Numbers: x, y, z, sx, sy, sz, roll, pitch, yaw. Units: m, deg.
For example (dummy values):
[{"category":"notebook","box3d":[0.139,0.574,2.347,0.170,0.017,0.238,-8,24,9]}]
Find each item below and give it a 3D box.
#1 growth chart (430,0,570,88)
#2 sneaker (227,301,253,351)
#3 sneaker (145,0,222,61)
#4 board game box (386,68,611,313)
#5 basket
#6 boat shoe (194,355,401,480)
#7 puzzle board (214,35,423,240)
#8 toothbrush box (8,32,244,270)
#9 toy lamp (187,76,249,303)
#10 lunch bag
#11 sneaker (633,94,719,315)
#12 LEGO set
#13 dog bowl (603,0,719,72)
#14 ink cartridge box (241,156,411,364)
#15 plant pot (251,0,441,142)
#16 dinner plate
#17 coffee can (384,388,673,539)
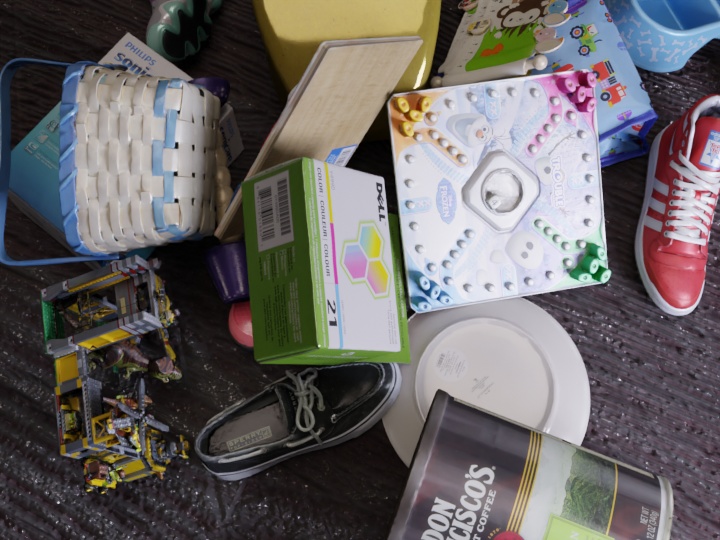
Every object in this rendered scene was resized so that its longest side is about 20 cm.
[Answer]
[{"category":"growth chart","box3d":[0.144,-0.248,0.960,0.143,0.018,0.202,-12,41,31]},{"category":"sneaker","box3d":[-0.057,-0.015,0.905,0.073,0.087,0.200,38,74,17]},{"category":"sneaker","box3d":[-0.220,-0.307,1.034,0.137,0.078,0.202,14,52,13]},{"category":"board game box","box3d":[0.132,-0.072,0.885,0.196,0.026,0.204,-8,100,-7]},{"category":"basket","box3d":[-0.223,-0.089,0.820,0.196,0.139,0.180,4,91,9]},{"category":"boat shoe","box3d":[-0.055,0.122,0.857,0.196,0.068,0.075,-20,66,-3]},{"category":"puzzle board","box3d":[-0.037,-0.117,0.824,0.017,0.201,0.150,44,33,14]},{"category":"toothbrush box","box3d":[-0.235,-0.110,0.951,0.145,0.086,0.201,34,74,14]},{"category":"toy lamp","box3d":[-0.126,-0.072,0.880,0.057,0.058,0.204,-10,81,-2]},{"category":"lunch bag","box3d":[0.172,-0.164,0.963,0.197,0.094,0.153,-21,71,4]},{"category":"sneaker","box3d":[0.312,-0.067,0.893,0.070,0.113,0.204,11,69,-7]},{"category":"LEGO set","box3d":[-0.190,0.082,0.837,0.114,0.154,0.203,-18,60,13]},{"category":"dog bowl","box3d":[0.346,-0.278,0.992,0.197,0.050,0.113,-18,70,-19]},{"category":"ink cartridge box","box3d":[0.000,0.000,0.805,0.075,0.198,0.151,-15,76,39]},{"category":"plant pot","box3d":[-0.011,-0.236,0.942,0.190,0.196,0.204,-7,79,-1]},{"category":"dinner plate","box3d":[0.114,0.110,0.883,0.196,0.024,0.204,-1,67,3]},{"category":"coffee can","box3d":[0.129,0.200,0.773,0.197,0.147,0.148,20,70,6]}]
